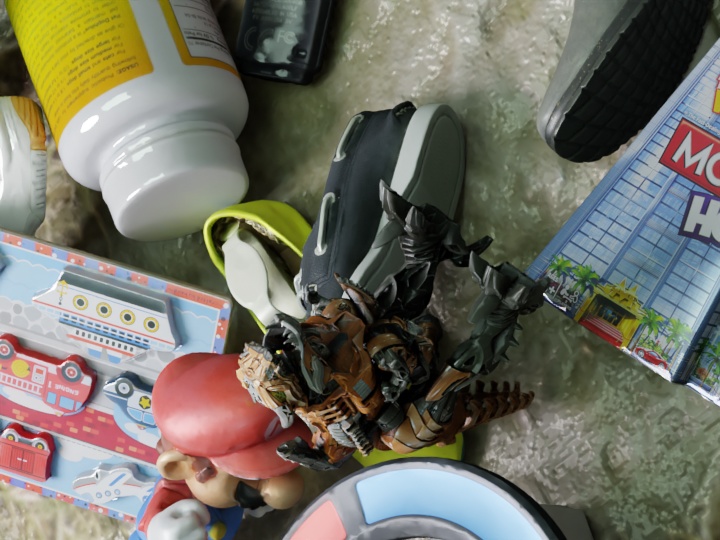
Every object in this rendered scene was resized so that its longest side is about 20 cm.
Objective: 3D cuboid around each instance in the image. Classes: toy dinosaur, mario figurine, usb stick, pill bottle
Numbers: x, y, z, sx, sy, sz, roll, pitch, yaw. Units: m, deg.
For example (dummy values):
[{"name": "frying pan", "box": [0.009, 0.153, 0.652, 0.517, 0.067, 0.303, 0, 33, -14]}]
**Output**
[{"name": "toy dinosaur", "box": [0.019, 0.040, 1.386, 0.102, 0.200, 0.136, 33, 99, 17]}, {"name": "mario figurine", "box": [-0.072, 0.127, 1.480, 0.200, 0.106, 0.124, 118, 153, -45]}, {"name": "usb stick", "box": [-0.027, -0.203, 1.578, 0.055, 0.033, 0.200, 11, 88, 26]}, {"name": "pill bottle", "box": [-0.130, -0.120, 1.583, 0.109, 0.109, 0.200, -34, 64, 25]}]

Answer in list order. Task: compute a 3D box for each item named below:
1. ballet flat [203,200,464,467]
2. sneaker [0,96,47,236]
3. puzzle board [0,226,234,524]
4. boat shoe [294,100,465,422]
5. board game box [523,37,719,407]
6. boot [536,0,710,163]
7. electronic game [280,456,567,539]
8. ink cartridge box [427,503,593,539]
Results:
[{"name": "ballet flat", "box": [-0.022, 0.038, 1.513, 0.067, 0.067, 0.200, -47, 61, 18]}, {"name": "sneaker", "box": [-0.223, -0.004, 1.607, 0.076, 0.087, 0.200, -116, 27, -67]}, {"name": "puzzle board", "box": [-0.176, 0.056, 1.563, 0.200, 0.017, 0.151, 16, 116, 10]}, {"name": "boat shoe", "box": [0.000, 0.000, 1.475, 0.060, 0.076, 0.200, 1, 51, 29]}, {"name": "board game box", "box": [0.207, -0.031, 1.377, 0.200, 0.062, 0.200, 33, 101, 33]}, {"name": "boot", "box": [0.119, -0.162, 1.463, 0.131, 0.068, 0.200, 29, 91, 38]}, {"name": "electronic game", "box": [0.026, 0.189, 1.371, 0.200, 0.042, 0.200, -7, 77, 33]}, {"name": "ink cartridge box", "box": [0.067, 0.233, 1.413, 0.147, 0.083, 0.200, -31, 67, 26]}]
